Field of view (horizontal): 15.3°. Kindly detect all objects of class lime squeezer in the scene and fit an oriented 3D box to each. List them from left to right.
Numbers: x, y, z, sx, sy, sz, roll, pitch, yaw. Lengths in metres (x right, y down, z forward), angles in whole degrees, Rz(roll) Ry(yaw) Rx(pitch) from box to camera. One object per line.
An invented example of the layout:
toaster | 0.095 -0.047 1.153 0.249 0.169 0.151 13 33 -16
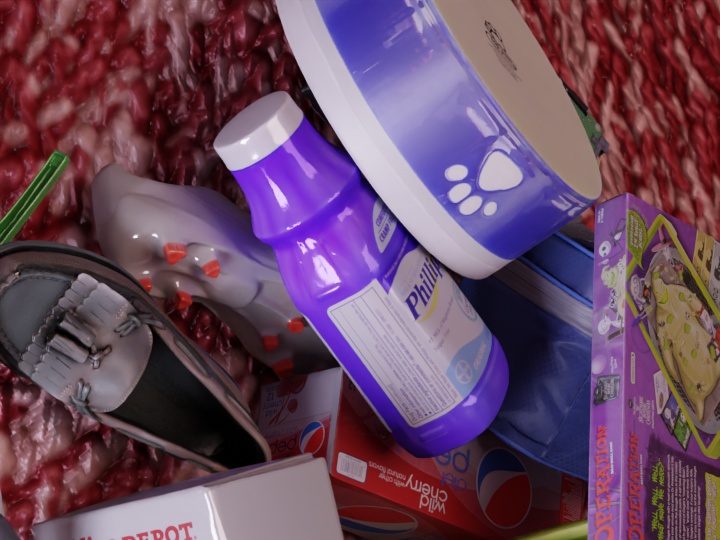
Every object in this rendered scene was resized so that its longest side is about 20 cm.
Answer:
lime squeezer | -0.209 0.003 1.280 0.200 0.037 0.071 -31 121 -50

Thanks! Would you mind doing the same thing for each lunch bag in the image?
lunch bag | 0.150 0.048 1.531 0.199 0.136 0.133 24 98 -39

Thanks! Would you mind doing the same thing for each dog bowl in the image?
dog bowl | 0.043 -0.100 1.422 0.200 0.079 0.200 51 17 -22

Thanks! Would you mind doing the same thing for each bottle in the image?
bottle | 0.000 0.000 1.374 0.201 0.065 0.084 54 27 -19

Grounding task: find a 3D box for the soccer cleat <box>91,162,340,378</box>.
soccer cleat | -0.063 -0.002 1.417 0.200 0.069 0.078 28 28 -46

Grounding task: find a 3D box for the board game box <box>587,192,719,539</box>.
board game box | 0.169 0.071 1.412 0.120 0.032 0.201 28 56 -40

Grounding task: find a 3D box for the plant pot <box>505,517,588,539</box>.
plant pot | 0.091 0.249 1.413 0.200 0.199 0.182 54 42 -17

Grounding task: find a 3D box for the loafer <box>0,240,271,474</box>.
loafer | -0.112 0.047 1.322 0.072 0.063 0.200 -54 136 0

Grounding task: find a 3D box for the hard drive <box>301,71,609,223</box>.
hard drive | 0.060 -0.091 1.584 0.200 0.038 0.140 44 51 -27

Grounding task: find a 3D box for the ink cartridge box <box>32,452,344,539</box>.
ink cartridge box | -0.068 0.201 1.297 0.083 0.146 0.202 -9 84 -45

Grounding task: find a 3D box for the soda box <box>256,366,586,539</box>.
soda box | 0.034 0.117 1.475 0.199 0.070 0.064 26 61 -38

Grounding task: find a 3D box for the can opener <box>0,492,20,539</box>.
can opener | -0.180 0.078 1.246 0.053 0.066 0.202 -30 123 -48
